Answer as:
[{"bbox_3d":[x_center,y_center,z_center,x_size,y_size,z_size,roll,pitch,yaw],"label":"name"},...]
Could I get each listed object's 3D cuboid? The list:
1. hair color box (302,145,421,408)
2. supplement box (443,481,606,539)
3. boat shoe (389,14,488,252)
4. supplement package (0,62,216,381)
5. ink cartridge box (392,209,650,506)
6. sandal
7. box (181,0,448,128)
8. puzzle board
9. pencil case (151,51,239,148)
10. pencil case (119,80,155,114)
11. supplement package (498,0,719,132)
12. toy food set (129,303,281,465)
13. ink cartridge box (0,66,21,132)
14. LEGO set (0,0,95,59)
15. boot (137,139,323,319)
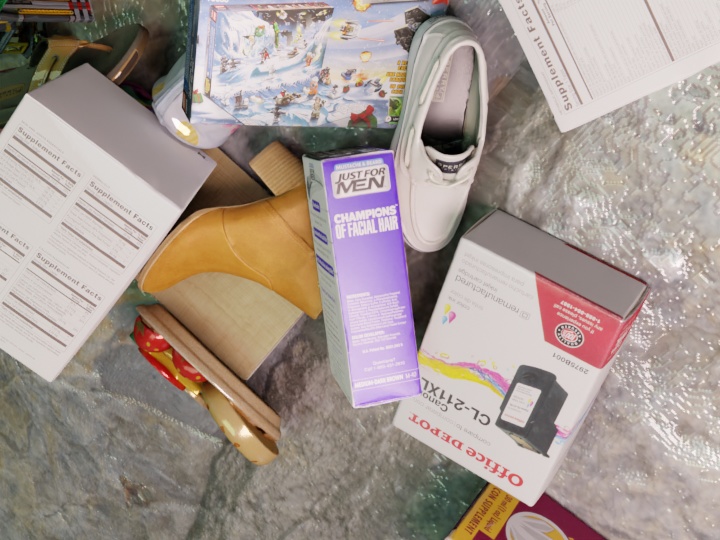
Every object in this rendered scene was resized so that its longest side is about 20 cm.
[{"bbox_3d":[0.000,0.000,0.813,0.064,0.109,0.201,-11,101,-9],"label":"hair color box"},{"bbox_3d":[0.161,0.292,0.863,0.200,0.131,0.103,35,124,13],"label":"supplement box"},{"bbox_3d":[0.067,-0.097,0.779,0.072,0.066,0.201,2,119,-15],"label":"boat shoe"},{"bbox_3d":[-0.254,-0.046,0.852,0.150,0.152,0.200,37,108,-10],"label":"supplement package"},{"bbox_3d":[0.130,0.075,0.820,0.145,0.083,0.201,28,121,18],"label":"ink cartridge box"},{"bbox_3d":[-0.293,-0.190,0.915,0.199,0.082,0.055,-11,142,16],"label":"sandal"},{"bbox_3d":[-0.033,-0.181,0.755,0.040,0.199,0.137,-125,39,-53],"label":"box"},{"bbox_3d":[-0.135,-0.016,0.944,0.200,0.017,0.151,42,95,6],"label":"puzzle board"},{"bbox_3d":[-0.098,-0.189,0.844,0.200,0.091,0.083,-37,89,37],"label":"pencil case"},{"bbox_3d":[-0.246,-0.089,0.983,0.088,0.088,0.201,23,122,21],"label":"pencil case"},{"bbox_3d":[0.210,-0.190,0.642,0.199,0.109,0.114,-22,98,35],"label":"supplement package"},{"bbox_3d":[-0.152,0.109,0.965,0.200,0.198,0.049,43,82,-5],"label":"toy food set"},{"bbox_3d":[-0.391,-0.108,1.059,0.200,0.085,0.146,-28,94,35],"label":"ink cartridge box"},{"bbox_3d":[-0.314,-0.288,0.940,0.200,0.116,0.154,-36,70,49],"label":"LEGO set"},{"bbox_3d":[-0.093,-0.005,0.895,0.201,0.071,0.144,-42,87,8],"label":"boot"}]
